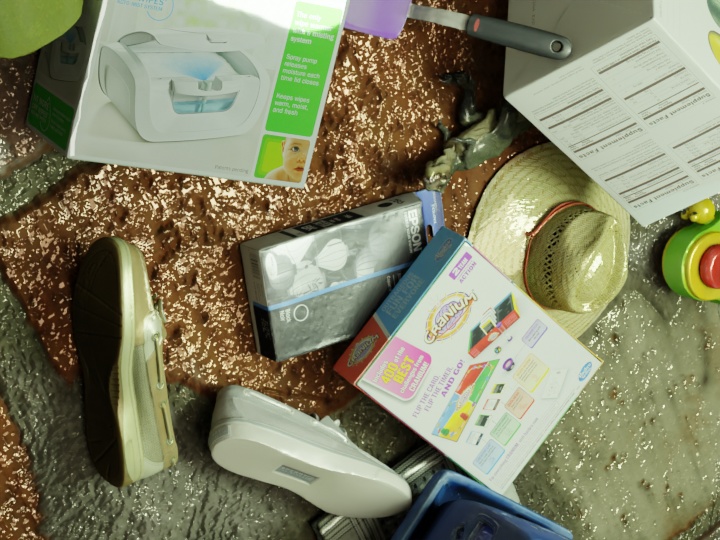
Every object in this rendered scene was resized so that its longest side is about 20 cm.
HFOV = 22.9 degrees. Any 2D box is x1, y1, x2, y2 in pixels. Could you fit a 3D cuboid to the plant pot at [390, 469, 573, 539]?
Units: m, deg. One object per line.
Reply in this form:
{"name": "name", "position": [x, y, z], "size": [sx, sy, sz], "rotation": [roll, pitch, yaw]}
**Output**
{"name": "plant pot", "position": [0.111, 0.291, 1.476], "size": [0.200, 0.180, 0.200], "rotation": [29, 95, -36]}

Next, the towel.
{"name": "towel", "position": [0.067, 0.254, 1.574], "size": [0.193, 0.035, 0.200], "rotation": [-32, 116, -23]}

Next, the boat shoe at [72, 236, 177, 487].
{"name": "boat shoe", "position": [-0.174, 0.067, 1.360], "size": [0.063, 0.073, 0.201], "rotation": [-15, 111, -37]}

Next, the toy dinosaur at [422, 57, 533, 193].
{"name": "toy dinosaur", "position": [0.114, -0.134, 1.517], "size": [0.200, 0.047, 0.088], "rotation": [-26, 117, -31]}

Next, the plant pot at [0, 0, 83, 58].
{"name": "plant pot", "position": [-0.266, -0.244, 1.177], "size": [0.200, 0.200, 0.190], "rotation": [-31, 128, -23]}

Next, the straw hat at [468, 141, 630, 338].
{"name": "straw hat", "position": [0.191, -0.009, 1.565], "size": [0.201, 0.085, 0.201], "rotation": [-7, 104, -31]}

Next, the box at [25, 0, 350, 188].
{"name": "box", "position": [-0.125, -0.166, 1.313], "size": [0.200, 0.097, 0.177], "rotation": [7, 106, -33]}

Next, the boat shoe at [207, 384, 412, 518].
{"name": "boat shoe", "position": [-0.040, 0.149, 1.467], "size": [0.200, 0.072, 0.069], "rotation": [21, 49, -27]}

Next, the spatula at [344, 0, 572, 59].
{"name": "spatula", "position": [0.072, -0.199, 1.414], "size": [0.021, 0.200, 0.057], "rotation": [7, 100, -75]}

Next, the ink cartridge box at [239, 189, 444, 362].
{"name": "ink cartridge box", "position": [0.000, 0.000, 1.474], "size": [0.200, 0.039, 0.100], "rotation": [-19, 110, -29]}

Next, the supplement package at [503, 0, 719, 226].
{"name": "supplement package", "position": [0.241, -0.172, 1.489], "size": [0.200, 0.151, 0.152], "rotation": [38, 42, -33]}

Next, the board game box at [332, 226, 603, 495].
{"name": "board game box", "position": [0.094, 0.080, 1.502], "size": [0.200, 0.040, 0.153], "rotation": [41, 85, -33]}

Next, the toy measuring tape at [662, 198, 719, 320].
{"name": "toy measuring tape", "position": [0.322, 0.029, 1.669], "size": [0.074, 0.074, 0.200], "rotation": [-18, 110, -28]}
